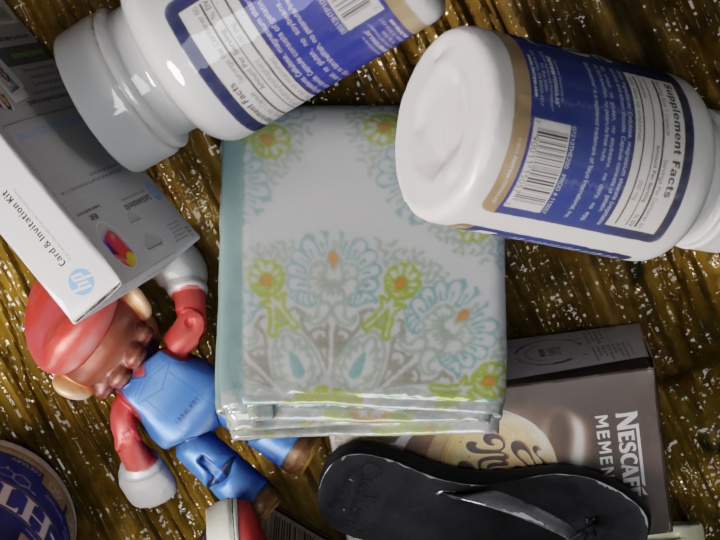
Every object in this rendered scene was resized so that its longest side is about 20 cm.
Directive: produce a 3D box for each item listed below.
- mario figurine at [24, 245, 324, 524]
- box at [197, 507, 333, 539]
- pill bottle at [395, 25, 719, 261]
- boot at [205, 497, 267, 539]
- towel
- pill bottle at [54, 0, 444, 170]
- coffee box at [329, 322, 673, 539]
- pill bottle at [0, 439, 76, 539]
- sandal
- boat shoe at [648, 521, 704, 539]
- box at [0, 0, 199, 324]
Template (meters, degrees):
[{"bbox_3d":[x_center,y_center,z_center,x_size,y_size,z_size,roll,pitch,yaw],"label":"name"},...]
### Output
[{"bbox_3d":[-0.117,0.065,1.265,0.200,0.124,0.106,39,145,0],"label":"mario figurine"},{"bbox_3d":[-0.091,0.249,1.331,0.100,0.075,0.200,32,105,-10],"label":"box"},{"bbox_3d":[0.129,-0.066,1.172,0.199,0.111,0.111,10,111,-27],"label":"pill bottle"},{"bbox_3d":[-0.008,0.208,1.228,0.144,0.072,0.201,-15,117,6],"label":"boot"},{"bbox_3d":[0.000,0.000,1.216,0.170,0.048,0.201,0,78,-2],"label":"towel"},{"bbox_3d":[-0.065,-0.144,1.159,0.199,0.120,0.120,-30,106,11],"label":"pill bottle"},{"bbox_3d":[0.085,0.108,1.273,0.199,0.080,0.114,-8,108,4],"label":"coffee box"},{"bbox_3d":[-0.243,0.193,1.247,0.119,0.200,0.120,0,110,1],"label":"pill bottle"},{"bbox_3d":[0.073,0.152,1.223,0.199,0.043,0.076,7,111,-1],"label":"sandal"},{"bbox_3d":[0.123,0.184,1.315,0.199,0.072,0.062,3,85,-4],"label":"boat shoe"},{"bbox_3d":[-0.185,-0.072,1.155,0.041,0.156,0.200,-40,91,15],"label":"box"}]
